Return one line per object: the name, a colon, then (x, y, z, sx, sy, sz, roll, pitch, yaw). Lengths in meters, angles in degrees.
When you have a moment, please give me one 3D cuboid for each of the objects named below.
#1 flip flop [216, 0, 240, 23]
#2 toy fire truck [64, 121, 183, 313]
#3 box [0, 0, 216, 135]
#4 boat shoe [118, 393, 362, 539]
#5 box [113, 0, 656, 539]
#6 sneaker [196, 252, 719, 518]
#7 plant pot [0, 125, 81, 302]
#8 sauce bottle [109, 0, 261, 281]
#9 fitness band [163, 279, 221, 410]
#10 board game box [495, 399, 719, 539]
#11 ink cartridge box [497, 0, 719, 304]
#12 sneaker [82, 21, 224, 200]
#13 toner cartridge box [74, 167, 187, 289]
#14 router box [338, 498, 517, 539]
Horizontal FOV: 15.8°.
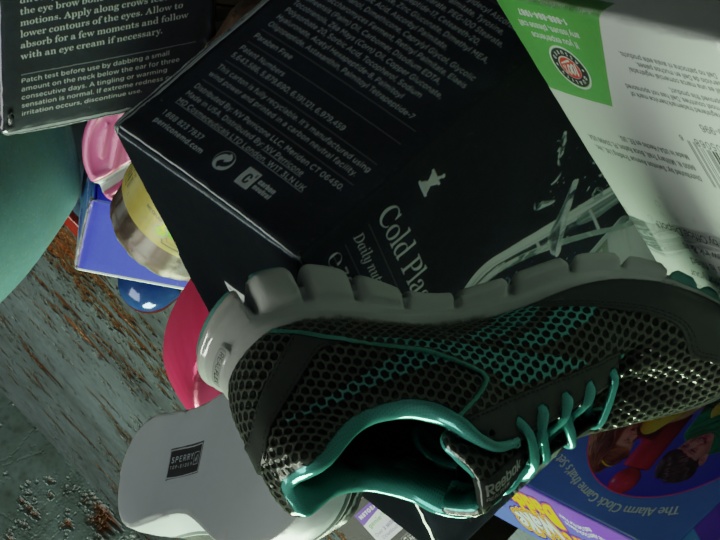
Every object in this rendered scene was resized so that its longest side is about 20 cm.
flip flop: (-0.052, -0.182, 1.187, 0.081, 0.058, 0.200, 15, 143, 5)
toy fire truck: (-0.087, -0.066, 1.358, 0.200, 0.168, 0.112, 48, 166, 1)
box: (-0.133, -0.186, 1.130, 0.148, 0.104, 0.201, -126, 30, -46)
boat shoe: (-0.040, 0.085, 1.054, 0.056, 0.069, 0.200, 18, 170, -23)
box: (0.040, -0.030, 1.030, 0.124, 0.197, 0.200, 34, 160, 39)
sneaker: (0.046, 0.050, 0.906, 0.091, 0.199, 0.078, -107, 18, -44)
plant pot: (-0.213, -0.057, 1.252, 0.200, 0.134, 0.201, 161, 90, -74)
sauce bottle: (-0.043, -0.075, 1.106, 0.065, 0.065, 0.200, 46, 133, 10)
fitness band: (0.000, 0.000, 1.160, 0.037, 0.200, 0.144, 49, -174, 32)
board game box: (0.132, 0.068, 1.138, 0.045, 0.134, 0.200, 56, 164, -27)
ink cartridge box: (0.155, -0.037, 0.905, 0.200, 0.083, 0.146, 56, 164, -27)
sneaker: (-0.037, -0.080, 1.231, 0.088, 0.199, 0.082, -110, 31, -51)
toner cartridge box: (-0.036, -0.024, 1.265, 0.095, 0.199, 0.043, -94, 18, -57)
router box: (0.034, 0.064, 1.319, 0.157, 0.200, 0.052, 48, 124, 3)
